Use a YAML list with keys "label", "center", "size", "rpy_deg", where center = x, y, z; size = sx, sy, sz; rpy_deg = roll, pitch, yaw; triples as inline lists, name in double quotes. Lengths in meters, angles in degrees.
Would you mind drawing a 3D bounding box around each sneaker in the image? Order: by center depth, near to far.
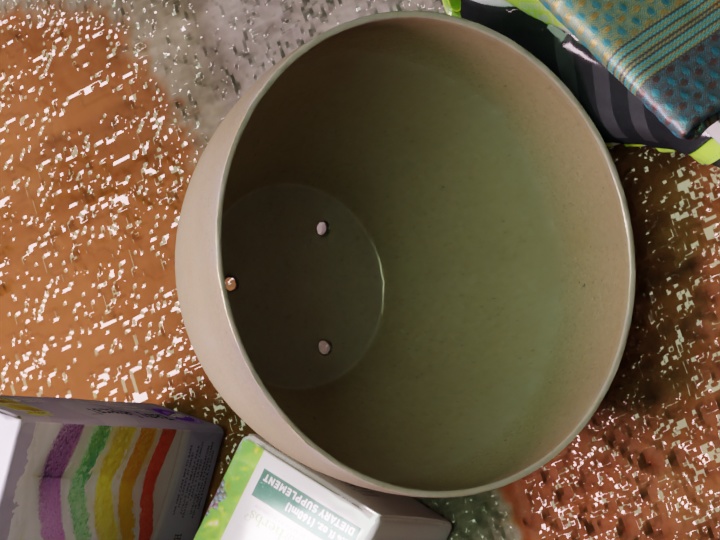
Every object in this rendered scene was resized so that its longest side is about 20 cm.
- label: "sneaker"
  center: [0.122, -0.084, 1.031]
  size: [0.200, 0.072, 0.083]
  rpy_deg: [39, 135, 21]

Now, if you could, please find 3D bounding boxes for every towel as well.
- label: "towel"
  center: [0.126, -0.156, 1.006]
  size: [0.146, 0.022, 0.200]
  rpy_deg: [-33, 65, -17]

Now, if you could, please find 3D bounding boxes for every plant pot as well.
- label: "plant pot"
  center: [0.000, 0.000, 1.019]
  size: [0.134, 0.200, 0.201]
  rpy_deg: [-14, 75, 61]

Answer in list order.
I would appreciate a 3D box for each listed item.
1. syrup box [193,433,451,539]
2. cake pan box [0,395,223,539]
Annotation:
- label: "syrup box"
  center: [-0.047, 0.181, 1.063]
  size: [0.079, 0.081, 0.200]
  rpy_deg: [30, 96, 28]
- label: "cake pan box"
  center: [-0.147, 0.156, 1.059]
  size: [0.052, 0.184, 0.201]
  rpy_deg: [17, 91, 27]
